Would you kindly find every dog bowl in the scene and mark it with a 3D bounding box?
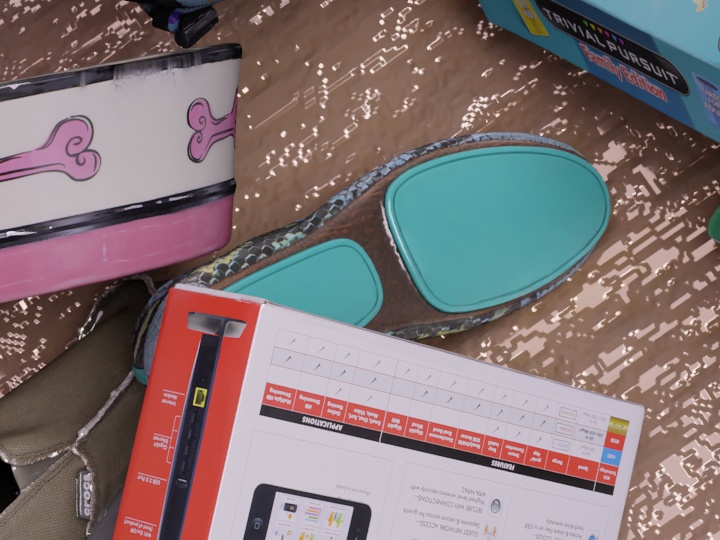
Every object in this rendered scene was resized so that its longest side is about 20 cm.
[{"bbox_3d":[-0.134,-0.029,0.897,0.199,0.200,0.074,-9,95,9],"label":"dog bowl"}]

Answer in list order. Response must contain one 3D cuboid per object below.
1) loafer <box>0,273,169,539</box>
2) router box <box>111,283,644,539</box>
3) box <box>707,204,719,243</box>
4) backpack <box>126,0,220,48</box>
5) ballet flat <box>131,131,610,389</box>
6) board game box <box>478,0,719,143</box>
[{"bbox_3d":[-0.113,0.069,0.894,0.070,0.200,0.075,41,137,-21],"label":"loafer"},{"bbox_3d":[0.002,0.113,0.854,0.049,0.200,0.180,9,84,46],"label":"router box"},{"bbox_3d":[0.237,-0.007,0.900,0.200,0.048,0.118,33,91,9],"label":"box"},{"bbox_3d":[-0.037,-0.162,0.814,0.182,0.200,0.135,-22,92,10],"label":"backpack"},{"bbox_3d":[0.000,0.000,0.916,0.200,0.074,0.074,-20,79,-30],"label":"ballet flat"},{"bbox_3d":[0.144,-0.118,0.849,0.151,0.047,0.200,-39,35,-11],"label":"board game box"}]
